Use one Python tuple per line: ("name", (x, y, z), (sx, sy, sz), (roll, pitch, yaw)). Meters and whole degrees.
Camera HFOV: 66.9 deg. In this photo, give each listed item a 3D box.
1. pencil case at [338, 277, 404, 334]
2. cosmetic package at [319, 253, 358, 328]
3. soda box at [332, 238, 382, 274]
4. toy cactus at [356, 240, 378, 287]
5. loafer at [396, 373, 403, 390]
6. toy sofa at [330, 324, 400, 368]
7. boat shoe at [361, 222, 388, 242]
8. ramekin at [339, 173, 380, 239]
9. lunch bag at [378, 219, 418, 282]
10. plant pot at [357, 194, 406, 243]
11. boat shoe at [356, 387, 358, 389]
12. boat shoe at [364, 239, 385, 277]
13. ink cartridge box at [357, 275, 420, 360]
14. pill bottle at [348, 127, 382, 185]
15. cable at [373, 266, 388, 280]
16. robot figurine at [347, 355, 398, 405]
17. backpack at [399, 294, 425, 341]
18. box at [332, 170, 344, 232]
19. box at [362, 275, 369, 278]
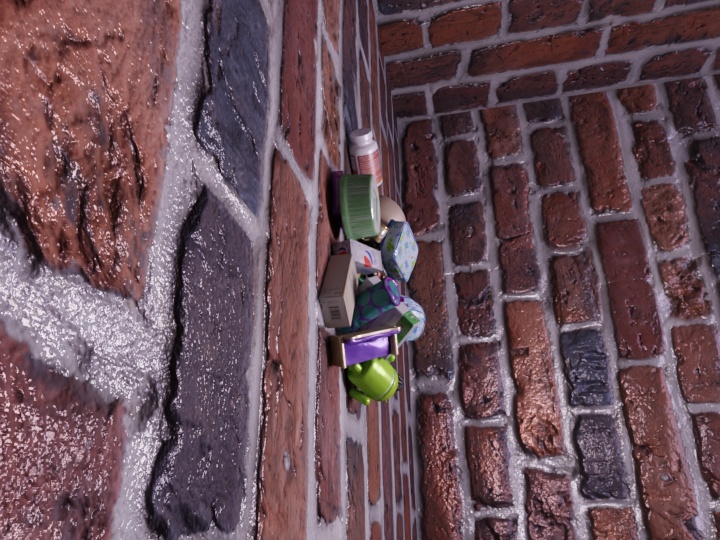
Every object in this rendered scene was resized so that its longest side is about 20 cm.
("pencil case", (0.023, 0.105, 1.554), (0.092, 0.197, 0.086), (45, 25, -28))
("cosmetic package", (-0.057, 0.053, 1.498), (0.202, 0.070, 0.106), (-79, 161, -55))
("soda box", (-0.006, -0.039, 1.664), (0.198, 0.066, 0.066), (20, 61, -59))
("toy cactus", (0.000, 0.000, 1.798), (0.165, 0.099, 0.207), (-36, 120, -61))
("loafer", (0.047, 0.342, 1.774), (0.198, 0.071, 0.074), (37, 38, -10))
("toy sofa", (0.019, 0.208, 1.497), (0.195, 0.096, 0.086), (-7, 93, -36))
("boat shoe", (0.019, -0.135, 1.815), (0.068, 0.073, 0.199), (-62, -153, -4))
("ramekin", (0.003, -0.195, 1.659), (0.200, 0.094, 0.208), (-4, 90, -80))
("lunch bag", (0.134, -0.068, 1.893), (0.165, 0.080, 0.201), (-68, 151, -22))
("plant pot", (0.052, -0.149, 1.970), (0.135, 0.195, 0.206), (-49, 138, -43))
("boat shoe", (0.030, 0.396, 1.838), (0.201, 0.064, 0.072), (67, 20, -61))
("boat shoe", (0.046, -0.019, 1.904), (0.062, 0.072, 0.208), (-29, 126, -44))
("ink cartridge box", (0.059, 0.138, 1.633), (0.200, 0.148, 0.083), (45, 20, 13))
("pill bottle", (0.017, -0.417, 2.032), (0.114, 0.108, 0.206), (-79, 162, -57))
("cable", (0.071, 0.030, 1.841), (0.200, 0.049, 0.101), (9, 69, -83))
("robot figurine", (0.037, 0.316, 1.651), (0.200, 0.114, 0.178), (43, 69, -29))
("backpack", (0.116, 0.156, 1.761), (0.197, 0.151, 0.169), (1, 107, -49))
("box", (-0.051, -0.212, 1.748), (0.200, 0.038, 0.142), (54, 33, -71))
("box", (0.011, 0.033, 1.967), (0.159, 0.044, 0.208), (-48, 132, -76))
